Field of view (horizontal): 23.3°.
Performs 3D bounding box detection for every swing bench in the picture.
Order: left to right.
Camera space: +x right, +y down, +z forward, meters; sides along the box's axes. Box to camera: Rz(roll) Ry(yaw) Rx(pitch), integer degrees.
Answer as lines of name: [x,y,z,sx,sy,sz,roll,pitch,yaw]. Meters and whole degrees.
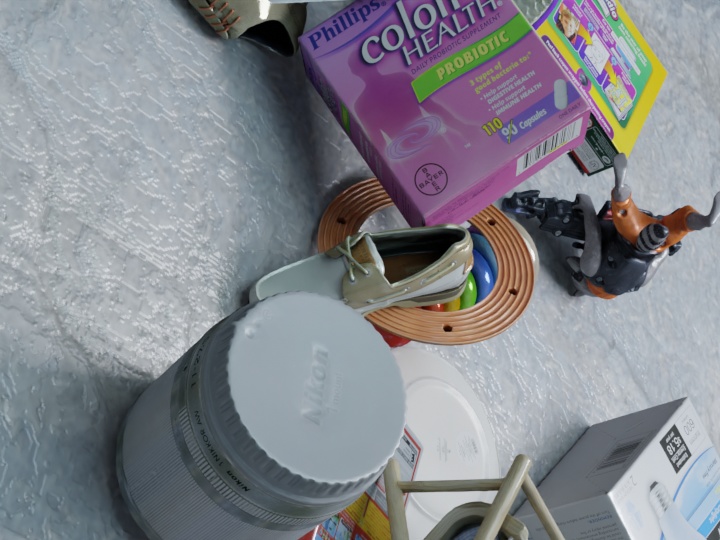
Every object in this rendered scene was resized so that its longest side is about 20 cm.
swing bench: [0.093,0.286,1.416,0.199,0.129,0.201,58,36,-45]

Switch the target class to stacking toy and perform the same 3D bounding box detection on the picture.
stacking toy: [0.077,0.019,1.594,0.200,0.085,0.086,-29,97,-44]

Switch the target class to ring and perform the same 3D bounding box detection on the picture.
ring: [0.058,-0.009,1.547,0.199,0.019,0.201,8,48,-9]

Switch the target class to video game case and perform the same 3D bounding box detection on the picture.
video game case: [-0.004,0.201,1.413,0.143,0.017,0.201,55,45,-51]

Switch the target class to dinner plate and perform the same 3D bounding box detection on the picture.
dinner plate: [0.066,0.164,1.560,0.200,0.024,0.201,22,60,-42]

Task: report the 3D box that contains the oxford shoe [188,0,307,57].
oxford shoe: [-0.116,-0.241,1.490,0.199,0.071,0.074,17,65,-43]

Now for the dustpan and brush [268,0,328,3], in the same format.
dustpan and brush: [-0.044,-0.325,1.496,0.139,0.057,0.201,-7,58,-24]

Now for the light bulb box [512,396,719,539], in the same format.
light bulb box: [0.272,0.263,1.666,0.198,0.124,0.201,-38,102,-48]

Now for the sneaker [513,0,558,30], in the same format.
sneaker: [0.125,-0.229,1.657,0.099,0.200,0.070,-16,73,-52]

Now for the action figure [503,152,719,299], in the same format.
action figure: [0.245,-0.034,1.733,0.199,0.194,0.105,9,57,-11]

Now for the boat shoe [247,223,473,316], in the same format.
boat shoe: [0.000,0.000,1.461,0.199,0.069,0.075,-15,57,-20]

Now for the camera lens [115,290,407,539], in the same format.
camera lens: [-0.076,0.120,1.272,0.159,0.200,0.161,15,58,-26]

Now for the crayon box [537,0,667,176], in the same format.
crayon box: [0.237,-0.234,1.882,0.200,0.058,0.173,51,43,-20]

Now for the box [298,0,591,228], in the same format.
box: [0.073,-0.158,1.531,0.200,0.175,0.097,56,-6,14]
